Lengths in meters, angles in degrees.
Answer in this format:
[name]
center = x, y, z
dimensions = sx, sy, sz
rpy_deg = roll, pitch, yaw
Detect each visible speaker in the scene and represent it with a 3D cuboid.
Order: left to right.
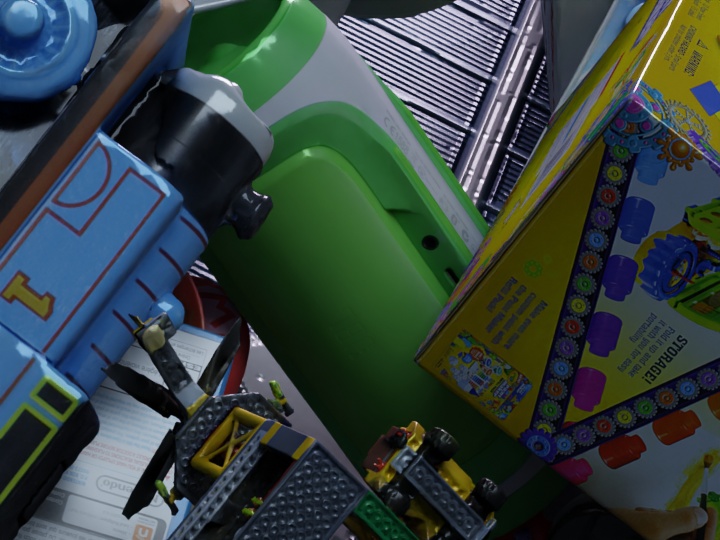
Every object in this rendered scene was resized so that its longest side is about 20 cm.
[speaker]
center = 0.000, 0.000, 0.911
dimensions = 0.200, 0.088, 0.089
rpy_deg = 55, 35, -23

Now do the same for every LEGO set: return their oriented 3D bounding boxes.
[LEGO set]
center = -0.047, 0.124, 0.739
dimensions = 0.154, 0.116, 0.201
rpy_deg = 38, 81, -25

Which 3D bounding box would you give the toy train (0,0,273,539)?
[toy train]
center = -0.109, -0.004, 0.792
dimensions = 0.114, 0.087, 0.200
rpy_deg = 37, 76, 0

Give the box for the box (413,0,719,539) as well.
[box]
center = 0.149, 0.004, 0.874
dimensions = 0.192, 0.122, 0.200
rpy_deg = 37, 31, -3

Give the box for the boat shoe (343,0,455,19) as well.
[boat shoe]
center = 0.044, -0.156, 1.050
dimensions = 0.070, 0.200, 0.072
rpy_deg = 55, 45, -28

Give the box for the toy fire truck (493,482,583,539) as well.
[toy fire truck]
center = 0.078, 0.156, 0.908
dimensions = 0.140, 0.049, 0.201
rpy_deg = -7, 53, -33

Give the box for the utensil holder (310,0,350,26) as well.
[utensil holder]
center = -0.112, -0.127, 1.003
dimensions = 0.199, 0.170, 0.170
rpy_deg = 33, 42, 3

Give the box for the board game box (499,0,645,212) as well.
[board game box]
center = 0.152, 0.006, 1.004
dimensions = 0.199, 0.201, 0.026
rpy_deg = 29, 2, 0

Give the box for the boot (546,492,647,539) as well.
[boot]
center = 0.148, 0.101, 0.923
dimensions = 0.199, 0.070, 0.132
rpy_deg = 29, 37, -18

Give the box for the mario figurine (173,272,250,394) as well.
[mario figurine]
center = -0.127, 0.029, 0.875
dimensions = 0.199, 0.124, 0.106
rpy_deg = -9, 14, -26

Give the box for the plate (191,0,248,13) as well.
[plate]
center = -0.146, -0.159, 0.898
dimensions = 0.198, 0.032, 0.201
rpy_deg = -14, 73, -7

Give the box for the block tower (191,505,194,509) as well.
[block tower]
center = -0.036, 0.157, 0.844
dimensions = 0.058, 0.054, 0.200
rpy_deg = -16, 57, -39

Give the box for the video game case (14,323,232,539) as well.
[video game case]
center = -0.132, 0.094, 0.812
dimensions = 0.142, 0.018, 0.201
rpy_deg = 18, 69, -6

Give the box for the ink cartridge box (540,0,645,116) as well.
[ink cartridge box]
center = 0.119, -0.132, 1.132
dimensions = 0.083, 0.146, 0.201
rpy_deg = -4, 45, 3
